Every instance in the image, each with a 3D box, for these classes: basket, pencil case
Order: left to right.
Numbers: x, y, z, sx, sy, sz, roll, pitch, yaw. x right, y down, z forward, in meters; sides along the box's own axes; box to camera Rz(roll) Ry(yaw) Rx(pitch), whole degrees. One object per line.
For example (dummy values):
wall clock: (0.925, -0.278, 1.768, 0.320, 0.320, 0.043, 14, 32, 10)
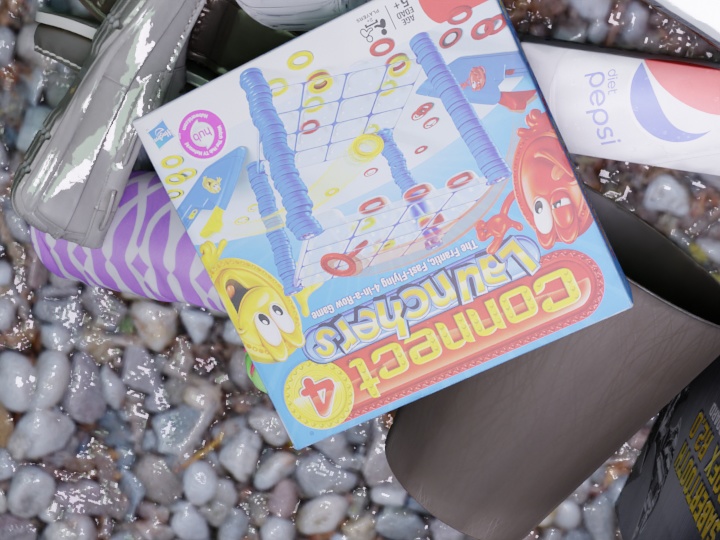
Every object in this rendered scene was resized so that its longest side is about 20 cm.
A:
pencil case: (-0.114, -0.017, 0.788, 0.199, 0.086, 0.084, 13, 69, 31)
basket: (0.111, 0.061, 0.782, 0.180, 0.136, 0.201, 39, 113, 21)

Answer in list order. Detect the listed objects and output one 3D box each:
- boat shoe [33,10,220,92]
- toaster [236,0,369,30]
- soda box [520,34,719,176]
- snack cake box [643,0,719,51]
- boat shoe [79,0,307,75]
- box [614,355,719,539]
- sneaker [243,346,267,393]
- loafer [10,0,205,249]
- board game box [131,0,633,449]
boat shoe: (-0.122, -0.108, 0.803, 0.201, 0.072, 0.061, 23, 102, -2)
toaster: (-0.017, -0.229, 0.697, 0.113, 0.129, 0.201, 7, 124, 39)
soda box: (0.190, -0.098, 0.762, 0.199, 0.068, 0.064, 10, 105, 6)
snack cake box: (0.179, -0.171, 0.675, 0.115, 0.200, 0.067, 31, 106, -1)
boat shoe: (-0.107, -0.173, 0.788, 0.200, 0.068, 0.072, 35, 114, -3)
box: (0.215, 0.129, 0.749, 0.048, 0.200, 0.159, 21, 108, -2)
sneaker: (0.000, 0.000, 0.823, 0.084, 0.077, 0.200, 27, 105, -30)
loafer: (-0.132, -0.106, 0.738, 0.070, 0.070, 0.200, 30, 100, -25)
board game box: (0.013, -0.035, 0.660, 0.199, 0.056, 0.197, -25, 98, 12)
